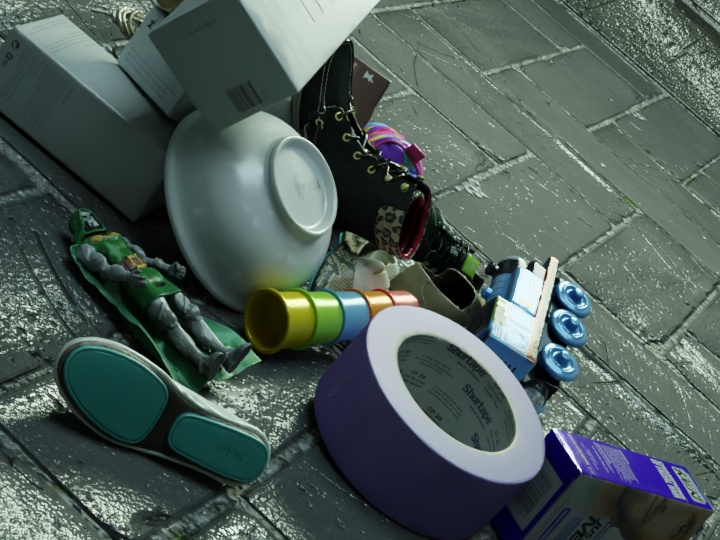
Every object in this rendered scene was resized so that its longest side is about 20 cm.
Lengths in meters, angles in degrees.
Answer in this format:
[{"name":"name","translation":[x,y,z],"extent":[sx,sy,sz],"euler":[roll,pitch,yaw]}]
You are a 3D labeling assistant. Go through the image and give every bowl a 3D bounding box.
[{"name":"bowl","translation":[-0.085,-0.066,1.659],"extent":[0.200,0.090,0.203],"euler":[28,55,-48]}]

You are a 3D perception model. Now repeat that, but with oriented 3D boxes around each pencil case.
[{"name":"pencil case","translation":[0.025,-0.118,2.005],"extent":[0.088,0.089,0.200],"euler":[34,5,-11]}]

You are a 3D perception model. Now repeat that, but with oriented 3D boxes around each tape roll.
[{"name":"tape roll","translation":[0.062,0.134,1.591],"extent":[0.199,0.085,0.201],"euler":[29,32,-20]}]

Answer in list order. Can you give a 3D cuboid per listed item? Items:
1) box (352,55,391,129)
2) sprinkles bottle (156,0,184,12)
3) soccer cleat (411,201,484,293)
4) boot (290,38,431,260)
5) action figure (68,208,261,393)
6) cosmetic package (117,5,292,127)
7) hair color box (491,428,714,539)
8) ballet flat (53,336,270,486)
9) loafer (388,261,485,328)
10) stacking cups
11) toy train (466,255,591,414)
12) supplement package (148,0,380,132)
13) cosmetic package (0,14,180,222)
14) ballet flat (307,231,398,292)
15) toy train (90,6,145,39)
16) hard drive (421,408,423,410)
[{"name":"box","translation":[-0.041,-0.174,1.944],"extent":[0.075,0.101,0.200],"euler":[34,-8,-12]},{"name":"sprinkles bottle","translation":[-0.109,-0.245,1.754],"extent":[0.199,0.068,0.068],"euler":[27,23,-43]},{"name":"soccer cleat","translation":[0.086,-0.025,1.917],"extent":[0.081,0.068,0.200],"euler":[25,-11,23]},{"name":"boot","translation":[0.005,-0.121,1.754],"extent":[0.153,0.205,0.073],"euler":[26,29,30]},{"name":"action figure","translation":[-0.181,0.017,1.522],"extent":[0.200,0.055,0.118],"euler":[41,24,18]},{"name":"cosmetic package","translation":[-0.137,-0.178,1.765],"extent":[0.102,0.074,0.199],"euler":[46,15,32]},{"name":"hair color box","translation":[0.225,0.224,1.671],"extent":[0.199,0.110,0.065],"euler":[18,29,-40]},{"name":"ballet flat","translation":[-0.158,0.107,1.378],"extent":[0.199,0.070,0.070],"euler":[31,22,-28]},{"name":"loafer","translation":[0.106,0.044,1.894],"extent":[0.199,0.068,0.076],"euler":[16,31,-44]},{"name":"stacking cups","translation":[-0.024,0.043,1.679],"extent":[0.199,0.061,0.061],"euler":[-2,44,-51]},{"name":"toy train","translation":[0.168,0.059,1.830],"extent":[0.114,0.087,0.201],"euler":[33,37,-10]},{"name":"supplement package","translation":[-0.081,-0.235,1.635],"extent":[0.110,0.113,0.200],"euler":[56,40,-17]},{"name":"cosmetic package","translation":[-0.250,-0.147,1.696],"extent":[0.200,0.081,0.113],"euler":[42,21,4]},{"name":"ballet flat","translation":[0.000,0.000,1.799],"extent":[0.074,0.069,0.200],"euler":[3,17,10]},{"name":"toy train","translation":[-0.185,-0.227,1.909],"extent":[0.199,0.085,0.115],"euler":[17,10,-43]},{"name":"hard drive","translation":[0.082,0.123,1.756],"extent":[0.199,0.027,0.132],"euler":[28,24,-25]}]
